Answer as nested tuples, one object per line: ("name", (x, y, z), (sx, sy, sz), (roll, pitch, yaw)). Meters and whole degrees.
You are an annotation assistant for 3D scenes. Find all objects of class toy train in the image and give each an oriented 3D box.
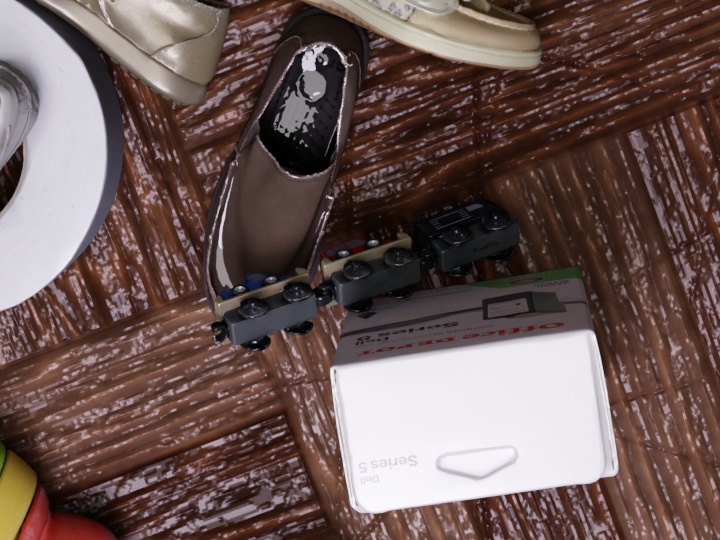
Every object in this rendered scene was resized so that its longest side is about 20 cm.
("toy train", (0.000, 0.000, 1.359), (0.199, 0.046, 0.034), (-20, 128, -21))

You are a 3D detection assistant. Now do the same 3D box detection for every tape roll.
("tape roll", (-0.241, -0.074, 1.380), (0.198, 0.066, 0.202), (0, 100, 2))

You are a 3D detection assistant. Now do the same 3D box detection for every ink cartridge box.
("ink cartridge box", (0.064, 0.063, 1.319), (0.144, 0.200, 0.085), (-9, 99, 4))

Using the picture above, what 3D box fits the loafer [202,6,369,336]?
("loafer", (-0.049, -0.056, 1.370), (0.072, 0.071, 0.202), (14, 100, 0))

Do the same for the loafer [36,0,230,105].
("loafer", (-0.158, -0.177, 1.359), (0.199, 0.076, 0.068), (37, 97, -12))

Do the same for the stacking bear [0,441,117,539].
("stacking bear", (-0.232, 0.155, 1.397), (0.199, 0.121, 0.114), (30, 59, -14))

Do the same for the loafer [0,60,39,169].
("loafer", (-0.258, -0.036, 1.318), (0.070, 0.070, 0.200), (38, 99, -4))

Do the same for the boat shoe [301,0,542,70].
("boat shoe", (0.016, -0.171, 1.348), (0.199, 0.073, 0.063), (22, 102, 0))
